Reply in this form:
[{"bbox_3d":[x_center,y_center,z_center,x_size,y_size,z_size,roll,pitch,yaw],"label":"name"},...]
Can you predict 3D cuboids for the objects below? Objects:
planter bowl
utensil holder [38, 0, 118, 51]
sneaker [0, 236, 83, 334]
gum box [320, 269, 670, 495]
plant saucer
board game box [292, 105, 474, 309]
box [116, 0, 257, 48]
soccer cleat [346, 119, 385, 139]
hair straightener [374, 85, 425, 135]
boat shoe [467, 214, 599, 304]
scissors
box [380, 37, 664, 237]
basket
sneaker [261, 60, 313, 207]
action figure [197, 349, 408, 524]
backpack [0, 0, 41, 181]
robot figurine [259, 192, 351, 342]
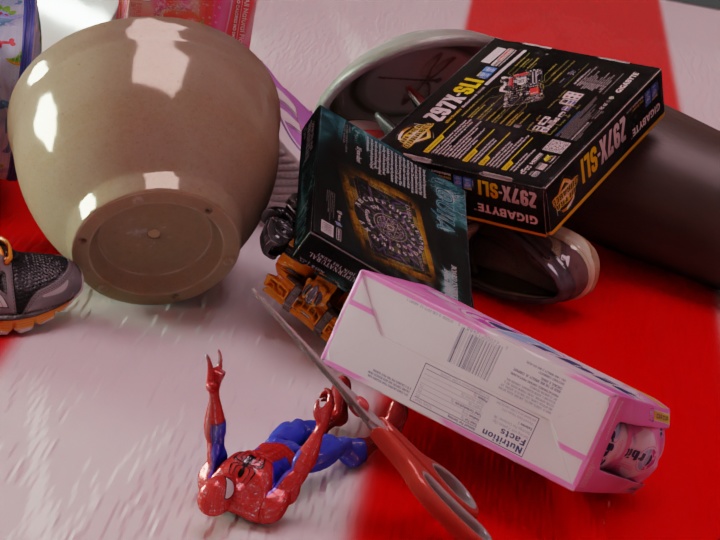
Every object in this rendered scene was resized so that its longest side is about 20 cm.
[{"bbox_3d":[-0.150,-0.061,1.524,0.200,0.200,0.135,5,47,-16],"label":"planter bowl"},{"bbox_3d":[-0.247,-0.242,1.977,0.200,0.170,0.170,27,25,36],"label":"utensil holder"},{"bbox_3d":[-0.281,-0.006,1.431,0.200,0.077,0.078,3,19,-23],"label":"sneaker"},{"bbox_3d":[0.091,0.073,1.342,0.200,0.066,0.113,26,5,25],"label":"gum box"},{"bbox_3d":[0.052,-0.161,1.876,0.200,0.200,0.050,0,59,-27],"label":"plant saucer"},{"bbox_3d":[0.017,-0.034,1.529,0.135,0.028,0.200,30,26,-15],"label":"board game box"},{"bbox_3d":[-0.146,-0.135,1.675,0.102,0.200,0.095,7,18,-12],"label":"box"},{"bbox_3d":[0.063,-0.087,1.876,0.200,0.068,0.073,3,43,-28],"label":"soccer cleat"},{"bbox_3d":[0.072,-0.064,1.782,0.200,0.077,0.041,51,-2,26],"label":"hair straightener"},{"bbox_3d":[0.088,-0.022,1.677,0.200,0.072,0.065,22,21,23],"label":"boat shoe"},{"bbox_3d":[0.008,0.088,1.233,0.200,0.014,0.073,47,13,-16],"label":"scissors"},{"bbox_3d":[0.128,-0.110,1.702,0.160,0.049,0.200,13,39,31],"label":"box"},{"bbox_3d":[0.287,-0.054,1.786,0.200,0.136,0.180,26,15,28],"label":"basket"},{"bbox_3d":[-0.055,-0.111,1.769,0.114,0.073,0.201,-14,68,-50],"label":"sneaker"},{"bbox_3d":[-0.038,0.086,1.274,0.065,0.099,0.200,18,23,23],"label":"action figure"},{"bbox_3d":[-0.319,-0.144,1.640,0.147,0.183,0.200,7,25,-6],"label":"backpack"},{"bbox_3d":[0.000,0.000,1.553,0.145,0.058,0.200,39,26,10],"label":"robot figurine"}]
